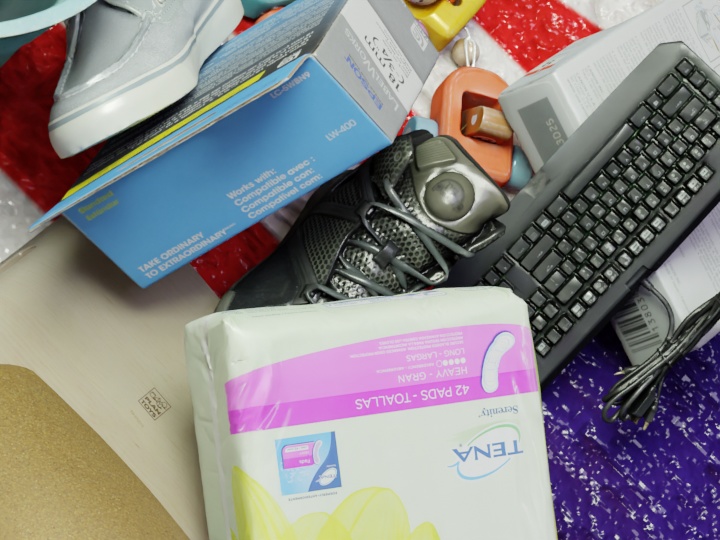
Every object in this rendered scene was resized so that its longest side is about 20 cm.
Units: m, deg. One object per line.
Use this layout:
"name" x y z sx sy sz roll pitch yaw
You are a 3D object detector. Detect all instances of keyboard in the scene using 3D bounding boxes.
"keyboard" 0.131 -0.003 1.470 0.127 0.021 0.200 42 99 -2

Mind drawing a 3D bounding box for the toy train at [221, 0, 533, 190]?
"toy train" 0.008 -0.119 1.515 0.199 0.056 0.151 19 61 -16

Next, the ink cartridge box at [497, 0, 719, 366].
"ink cartridge box" 0.171 -0.060 1.562 0.200 0.050 0.163 -34 98 -50

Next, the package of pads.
"package of pads" 0.012 0.111 1.324 0.154 0.068 0.201 -6 89 -25

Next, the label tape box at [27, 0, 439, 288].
"label tape box" -0.053 -0.059 1.355 0.063 0.144 0.200 56 21 -12

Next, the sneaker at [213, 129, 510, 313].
"sneaker" 0.000 0.000 1.399 0.076 0.114 0.200 44 42 -8

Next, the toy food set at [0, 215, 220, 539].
"toy food set" -0.109 0.074 1.384 0.200 0.060 0.143 49 46 0

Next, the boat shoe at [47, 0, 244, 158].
"boat shoe" -0.112 -0.114 1.389 0.072 0.070 0.201 60 22 -15

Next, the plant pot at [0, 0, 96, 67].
"plant pot" -0.219 -0.153 1.341 0.200 0.196 0.201 10 64 -22

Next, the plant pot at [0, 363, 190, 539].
"plant pot" -0.141 0.147 1.238 0.186 0.187 0.200 -15 64 -29
